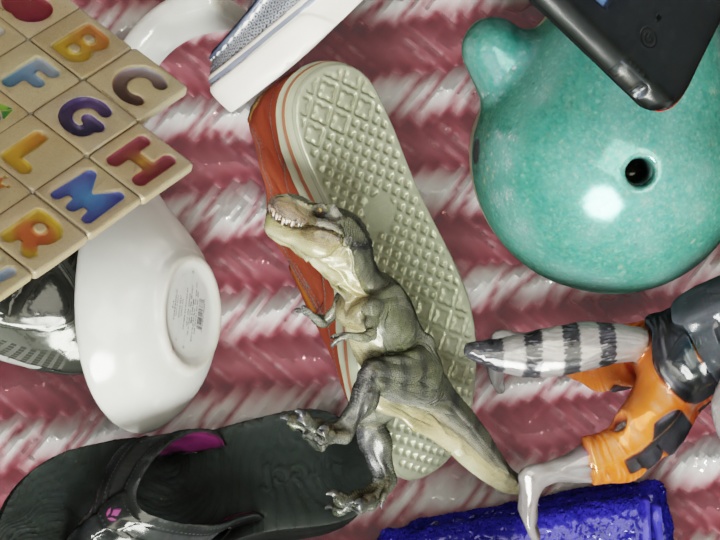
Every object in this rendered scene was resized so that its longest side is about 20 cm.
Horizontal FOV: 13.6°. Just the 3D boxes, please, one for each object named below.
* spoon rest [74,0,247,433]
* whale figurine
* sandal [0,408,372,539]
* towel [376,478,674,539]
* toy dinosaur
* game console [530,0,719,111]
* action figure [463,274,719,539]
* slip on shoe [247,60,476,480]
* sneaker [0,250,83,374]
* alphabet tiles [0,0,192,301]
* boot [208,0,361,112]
[{"bbox_3d":[-0.094,-0.026,1.364,0.060,0.099,0.201,1,75,28],"label":"spoon rest"},{"bbox_3d":[0.125,-0.087,1.377,0.158,0.104,0.201,14,98,-9],"label":"whale figurine"},{"bbox_3d":[-0.076,0.096,1.331,0.200,0.048,0.076,-17,69,-36],"label":"sandal"},{"bbox_3d":[0.092,0.204,1.394,0.147,0.050,0.201,-11,89,-11],"label":"towel"},{"bbox_3d":[0.010,0.059,1.339,0.088,0.047,0.200,-50,122,-24],"label":"toy dinosaur"},{"bbox_3d":[0.099,-0.193,1.304,0.200,0.031,0.177,41,56,-23],"label":"game console"},{"bbox_3d":[0.153,0.052,1.331,0.192,0.200,0.105,-21,114,8],"label":"action figure"},{"bbox_3d":[0.000,0.000,1.388,0.074,0.061,0.201,-27,105,-29],"label":"slip on shoe"},{"bbox_3d":[-0.188,-0.021,1.336,0.200,0.090,0.067,39,82,-6],"label":"sneaker"},{"bbox_3d":[-0.176,-0.060,1.289,0.166,0.006,0.200,37,49,20],"label":"alphabet tiles"},{"bbox_3d":[-0.015,-0.168,1.335,0.090,0.073,0.200,45,93,-5],"label":"boot"}]
